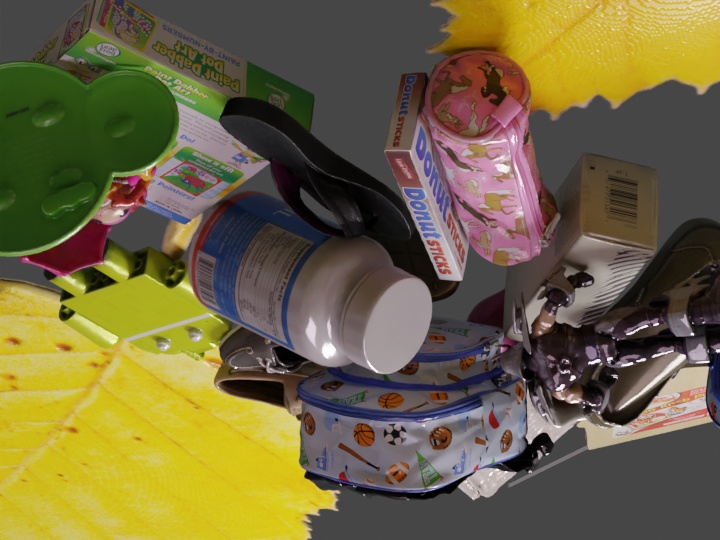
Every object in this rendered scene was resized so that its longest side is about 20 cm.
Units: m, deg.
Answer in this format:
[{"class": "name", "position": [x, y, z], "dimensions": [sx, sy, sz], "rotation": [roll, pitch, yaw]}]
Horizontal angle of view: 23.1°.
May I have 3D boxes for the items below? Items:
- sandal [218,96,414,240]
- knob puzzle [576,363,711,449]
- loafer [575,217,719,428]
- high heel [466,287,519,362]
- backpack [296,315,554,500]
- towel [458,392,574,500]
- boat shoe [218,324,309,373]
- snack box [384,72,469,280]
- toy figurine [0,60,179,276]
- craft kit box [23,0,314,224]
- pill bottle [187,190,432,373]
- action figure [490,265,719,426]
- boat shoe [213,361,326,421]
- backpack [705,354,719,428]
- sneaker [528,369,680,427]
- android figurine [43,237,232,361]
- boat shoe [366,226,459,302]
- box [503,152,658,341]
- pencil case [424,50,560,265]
[{"class": "sandal", "position": [-0.038, -0.065, 1.370], "dimensions": [0.075, 0.048, 0.200], "rotation": [0, 153, 48]}, {"class": "knob puzzle", "position": [0.299, 0.112, 1.690], "dimensions": [0.217, 0.031, 0.220], "rotation": [-10, 158, -4]}, {"class": "loafer", "position": [0.249, 0.050, 1.477], "dimensions": [0.075, 0.070, 0.201], "rotation": [24, 104, -19]}, {"class": "high heel", "position": [0.133, 0.081, 1.691], "dimensions": [0.067, 0.096, 0.200], "rotation": [38, 173, 28]}, {"class": "backpack", "position": [0.039, 0.120, 1.520], "dimensions": [0.198, 0.156, 0.190], "rotation": [1, -163, 33]}, {"class": "towel", "position": [0.157, 0.133, 1.673], "dimensions": [0.200, 0.035, 0.132], "rotation": [-44, 147, 3]}, {"class": "boat shoe", "position": [-0.054, 0.066, 1.671], "dimensions": [0.199, 0.058, 0.067], "rotation": [-22, 150, 28]}, {"class": "snack box", "position": [0.057, -0.071, 1.408], "dimensions": [0.024, 0.073, 0.200], "rotation": [4, 152, 18]}, {"class": "toy figurine", "position": [-0.223, -0.068, 1.381], "dimensions": [0.198, 0.151, 0.184], "rotation": [-19, 164, -2]}, {"class": "craft kit box", "position": [-0.171, -0.123, 1.402], "dimensions": [0.199, 0.049, 0.197], "rotation": [24, 150, -28]}, {"class": "pill bottle", "position": [-0.040, 0.013, 1.455], "dimensions": [0.199, 0.113, 0.112], "rotation": [24, 165, 38]}, {"class": "action figure", "position": [0.201, 0.056, 1.416], "dimensions": [0.198, 0.070, 0.131], "rotation": [-12, 124, 15]}, {"class": "boat shoe", "position": [-0.050, 0.120, 1.738], "dimensions": [0.198, 0.065, 0.072], "rotation": [13, 143, 26]}, {"class": "backpack", "position": [0.359, 0.067, 1.488], "dimensions": [0.133, 0.184, 0.200], "rotation": [19, 158, -15]}, {"class": "sneaker", "position": [0.241, 0.079, 1.563], "dimensions": [0.199, 0.080, 0.079], "rotation": [-31, 117, 14]}, {"class": "android figurine", "position": [-0.204, 0.034, 1.701], "dimensions": [0.181, 0.041, 0.200], "rotation": [-15, 142, 35]}, {"class": "boat shoe", "position": [0.000, 0.000, 1.565], "dimensions": [0.198, 0.073, 0.068], "rotation": [2, 157, 23]}, {"class": "box", "position": [0.182, -0.012, 1.481], "dimensions": [0.068, 0.083, 0.200], "rotation": [11, 153, -9]}, {"class": "pencil case", "position": [0.103, -0.085, 1.364], "dimensions": [0.086, 0.084, 0.200], "rotation": [0, 150, 15]}]
